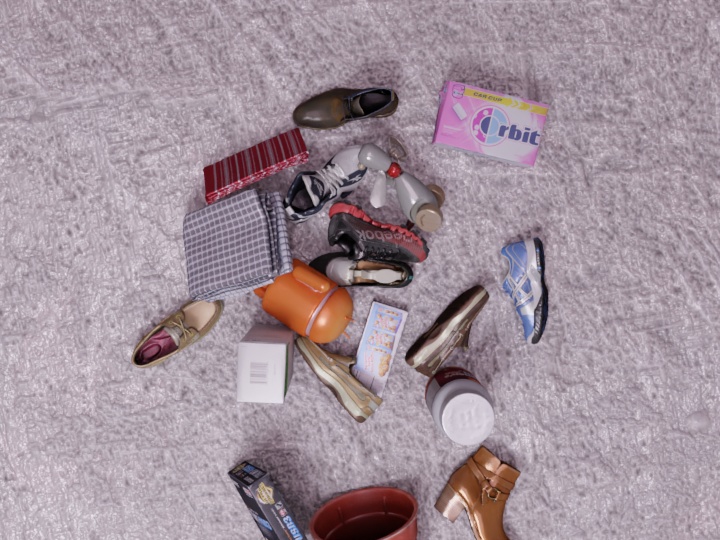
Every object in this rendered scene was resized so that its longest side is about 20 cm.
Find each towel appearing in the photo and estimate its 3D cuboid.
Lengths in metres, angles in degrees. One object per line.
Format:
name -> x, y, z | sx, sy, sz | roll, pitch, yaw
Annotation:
towel -> -0.224, -0.044, 1.373 | 0.200, 0.086, 0.166 | -18, 71, 28
towel -> -0.192, -0.191, 1.397 | 0.200, 0.145, 0.023 | -23, 121, 0

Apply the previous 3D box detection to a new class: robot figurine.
robot figurine -> -0.098, 0.056, 1.412 | 0.200, 0.117, 0.144 | 31, 108, 10

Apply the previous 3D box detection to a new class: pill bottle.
pill bottle -> 0.178, 0.242, 1.395 | 0.109, 0.200, 0.110 | 0, 93, -2

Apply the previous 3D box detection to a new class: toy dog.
toy dog -> 0.067, -0.142, 1.425 | 0.200, 0.132, 0.096 | 50, 123, 4

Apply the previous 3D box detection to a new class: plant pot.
plant pot -> 0.024, 0.533, 1.414 | 0.200, 0.201, 0.196 | -12, 101, -1

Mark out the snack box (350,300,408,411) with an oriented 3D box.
snack box -> 0.028, 0.162, 1.474 | 0.072, 0.024, 0.200 | 17, 93, 0

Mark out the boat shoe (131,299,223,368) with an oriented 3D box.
boat shoe -> -0.340, 0.118, 1.442 | 0.200, 0.066, 0.074 | -41, 94, 1

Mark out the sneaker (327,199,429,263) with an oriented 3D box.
sneaker -> 0.027, -0.048, 1.407 | 0.200, 0.071, 0.098 | 23, 58, -8

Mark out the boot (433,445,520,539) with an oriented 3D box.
boot -> 0.258, 0.444, 1.475 | 0.200, 0.074, 0.155 | 39, 88, -6

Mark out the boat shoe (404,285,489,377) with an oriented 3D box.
boat shoe -> 0.176, 0.118, 1.457 | 0.075, 0.075, 0.202 | 42, 101, -10

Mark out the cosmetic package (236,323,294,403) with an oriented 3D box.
cosmetic package -> -0.167, 0.162, 1.382 | 0.085, 0.200, 0.108 | 2, 96, 0

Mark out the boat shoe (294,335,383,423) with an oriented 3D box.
boat shoe -> -0.037, 0.185, 1.444 | 0.076, 0.072, 0.200 | -42, 83, 1

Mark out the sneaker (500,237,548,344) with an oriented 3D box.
sneaker -> 0.310, 0.040, 1.460 | 0.077, 0.076, 0.200 | -4, 93, 21

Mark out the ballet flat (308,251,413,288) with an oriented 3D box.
ballet flat -> 0.000, 0.000, 1.442 | 0.200, 0.068, 0.068 | 1, 95, -1

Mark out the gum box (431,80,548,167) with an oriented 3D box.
gum box -> 0.232, -0.269, 1.433 | 0.200, 0.066, 0.114 | 13, 94, -2

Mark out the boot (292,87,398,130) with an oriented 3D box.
boot -> -0.028, -0.303, 1.410 | 0.200, 0.097, 0.075 | -11, 93, -1

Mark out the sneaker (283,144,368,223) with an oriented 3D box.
sneaker -> -0.062, -0.158, 1.401 | 0.199, 0.130, 0.080 | -31, 95, 1

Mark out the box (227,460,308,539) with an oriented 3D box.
box -> -0.157, 0.448, 1.400 | 0.050, 0.200, 0.199 | -33, 95, -22
